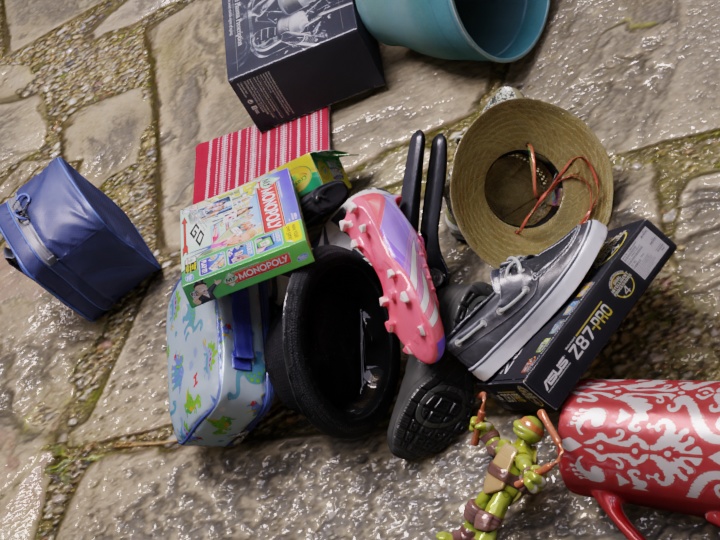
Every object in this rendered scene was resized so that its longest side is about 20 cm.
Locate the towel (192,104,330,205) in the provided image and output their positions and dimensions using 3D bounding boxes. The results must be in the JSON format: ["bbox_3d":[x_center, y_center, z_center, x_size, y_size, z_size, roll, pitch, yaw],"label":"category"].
[{"bbox_3d":[-0.129,-0.134,1.605,0.198,0.023,0.146,-15,51,17],"label":"towel"}]

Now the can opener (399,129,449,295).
[{"bbox_3d":[0.063,-0.052,1.356,0.078,0.063,0.202,13,103,56],"label":"can opener"}]

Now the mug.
[{"bbox_3d":[0.279,0.170,1.105,0.199,0.134,0.178,2,38,33],"label":"mug"}]

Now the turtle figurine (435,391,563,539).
[{"bbox_3d":[0.133,0.200,1.194,0.162,0.064,0.200,-61,21,1],"label":"turtle figurine"}]

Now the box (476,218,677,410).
[{"bbox_3d":[0.209,0.047,1.224,0.049,0.161,0.200,39,79,-3],"label":"box"}]

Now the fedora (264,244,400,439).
[{"bbox_3d":[-0.043,0.078,1.302,0.091,0.200,0.202,-14,52,39],"label":"fedora"}]

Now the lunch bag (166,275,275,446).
[{"bbox_3d":[-0.154,0.086,1.374,0.161,0.082,0.201,-48,42,50],"label":"lunch bag"}]

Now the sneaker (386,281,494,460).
[{"bbox_3d":[0.081,0.104,1.308,0.201,0.076,0.091,-62,26,-8],"label":"sneaker"}]

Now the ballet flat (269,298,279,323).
[{"bbox_3d":[-0.100,0.057,1.443,0.072,0.072,0.201,-38,50,1],"label":"ballet flat"}]

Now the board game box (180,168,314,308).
[{"bbox_3d":[-0.125,-0.039,1.322,0.134,0.029,0.200,-22,26,1],"label":"board game box"}]

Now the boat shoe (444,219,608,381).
[{"bbox_3d":[0.158,0.018,1.217,0.200,0.068,0.072,-50,4,25],"label":"boat shoe"}]

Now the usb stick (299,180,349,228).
[{"bbox_3d":[-0.073,-0.059,1.444,0.055,0.033,0.200,-35,3,-30],"label":"usb stick"}]

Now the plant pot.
[{"bbox_3d":[0.100,-0.350,1.524,0.187,0.200,0.201,4,60,44],"label":"plant pot"}]

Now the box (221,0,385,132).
[{"bbox_3d":[-0.078,-0.311,1.631,0.181,0.104,0.201,-19,49,11],"label":"box"}]

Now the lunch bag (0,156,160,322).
[{"bbox_3d":[-0.363,-0.033,1.547,0.132,0.200,0.136,-40,54,2],"label":"lunch bag"}]

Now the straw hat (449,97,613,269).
[{"bbox_3d":[0.168,-0.087,1.349,0.202,0.201,0.085,-53,19,-12],"label":"straw hat"}]

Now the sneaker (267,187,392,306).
[{"bbox_3d":[0.000,0.000,1.418,0.129,0.080,0.199,42,54,14],"label":"sneaker"}]

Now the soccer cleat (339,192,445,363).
[{"bbox_3d":[0.049,0.002,1.278,0.076,0.067,0.201,-13,60,-29],"label":"soccer cleat"}]

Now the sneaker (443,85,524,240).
[{"bbox_3d":[0.142,-0.138,1.417,0.076,0.089,0.201,5,62,30],"label":"sneaker"}]

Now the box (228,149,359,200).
[{"bbox_3d":[-0.096,-0.089,1.484,0.199,0.117,0.049,-26,85,16],"label":"box"}]
